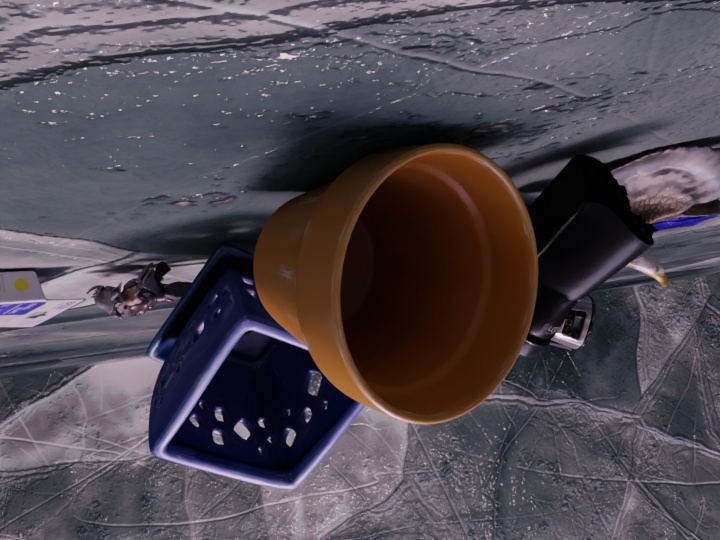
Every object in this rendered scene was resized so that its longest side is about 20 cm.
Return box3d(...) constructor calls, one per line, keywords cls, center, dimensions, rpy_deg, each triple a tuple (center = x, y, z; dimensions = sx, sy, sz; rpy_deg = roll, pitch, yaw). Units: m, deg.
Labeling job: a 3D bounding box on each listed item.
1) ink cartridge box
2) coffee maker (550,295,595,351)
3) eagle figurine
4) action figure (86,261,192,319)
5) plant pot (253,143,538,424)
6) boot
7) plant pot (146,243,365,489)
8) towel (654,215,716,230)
box3d(cls="ink cartridge box", center=(-0.446, 0.038, 0.927), dimensions=(0.198, 0.048, 0.197), rpy_deg=(-5, 171, -40))
box3d(cls="coffee maker", center=(0.294, 0.052, 1.438), dimensions=(0.198, 0.136, 0.193), rpy_deg=(14, -148, -9))
box3d(cls="eagle figurine", center=(0.274, -0.050, 0.829), dimensions=(0.151, 0.200, 0.152), rpy_deg=(38, -172, -30))
box3d(cls="action figure", center=(-0.233, 0.025, 0.998), dimensions=(0.198, 0.070, 0.130), rpy_deg=(-2, 179, -18))
box3d(cls="plant pot", center=(0.009, 0.003, 0.654), dimensions=(0.198, 0.203, 0.182), rpy_deg=(-3, -173, -36))
box3d(cls="boot", center=(0.159, -0.045, 0.758), dimensions=(0.076, 0.201, 0.169), rpy_deg=(8, 129, -46))
box3d(cls="plant pot", center=(-0.119, 0.100, 0.914), dimensions=(0.199, 0.180, 0.201), rpy_deg=(24, 113, -35))
box3d(cls="towel", center=(0.335, -0.063, 1.019), dimensions=(0.198, 0.050, 0.148), rpy_deg=(-9, 172, 5))
